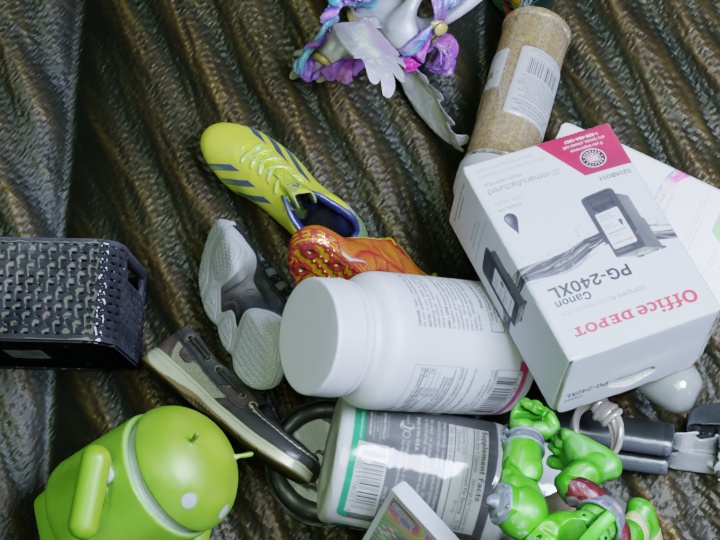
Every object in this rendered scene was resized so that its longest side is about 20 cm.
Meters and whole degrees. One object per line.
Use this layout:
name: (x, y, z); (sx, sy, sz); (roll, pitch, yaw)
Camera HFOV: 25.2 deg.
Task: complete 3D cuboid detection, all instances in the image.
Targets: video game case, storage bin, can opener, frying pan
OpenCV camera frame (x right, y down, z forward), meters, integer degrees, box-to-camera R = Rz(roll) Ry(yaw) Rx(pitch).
video game case: (0.047, 0.281, 1.329); (0.018, 0.201, 0.143); (-29, 66, -38)
storage bin: (-0.301, 0.032, 1.446); (0.198, 0.135, 0.095); (2, 76, 6)
can opener: (0.259, 0.148, 1.418); (0.198, 0.053, 0.067); (4, 44, 5)
frying pan: (-0.003, 0.148, 1.449); (0.190, 0.031, 0.115); (-40, 77, -2)

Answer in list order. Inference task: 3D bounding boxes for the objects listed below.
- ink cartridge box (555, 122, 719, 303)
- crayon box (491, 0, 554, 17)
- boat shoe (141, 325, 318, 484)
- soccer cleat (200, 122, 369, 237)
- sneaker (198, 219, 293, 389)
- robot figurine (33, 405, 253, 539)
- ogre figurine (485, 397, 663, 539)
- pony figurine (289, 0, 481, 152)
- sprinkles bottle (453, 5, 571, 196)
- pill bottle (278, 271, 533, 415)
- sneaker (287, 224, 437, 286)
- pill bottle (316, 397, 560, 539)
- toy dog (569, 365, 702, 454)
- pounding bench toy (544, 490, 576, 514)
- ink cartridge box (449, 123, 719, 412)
ink cartridge box: (0.248, -0.037, 1.448); (0.199, 0.067, 0.118); (27, 81, 10)
crayon box: (0.109, -0.339, 1.505); (0.051, 0.127, 0.201); (-34, 74, -10)
boat shoe: (-0.109, 0.114, 1.432); (0.200, 0.072, 0.066); (33, 75, 27)
soccer cleat: (-0.069, -0.076, 1.478); (0.200, 0.084, 0.065); (41, 82, 13)
sneaker: (-0.073, 0.034, 1.459); (0.113, 0.076, 0.201); (8, 37, -31)
robot figurine: (-0.190, 0.191, 1.389); (0.199, 0.175, 0.116); (-31, 60, 23)
ogre figurine: (0.169, 0.196, 1.221); (0.120, 0.098, 0.201); (-34, 97, -47)
pony figurine: (0.037, -0.220, 1.481); (0.200, 0.166, 0.193); (-48, 47, 3)
sprinkles bottle: (0.140, -0.144, 1.458); (0.068, 0.068, 0.201); (14, 60, 8)
pill bottle: (0.040, 0.060, 1.338); (0.199, 0.113, 0.114); (6, 73, -33)
sneaker: (0.000, 0.000, 1.410); (0.073, 0.200, 0.078); (-16, 61, 29)
pill bottle: (0.068, 0.178, 1.377); (0.198, 0.113, 0.114); (12, 77, -6)
toy dog: (0.209, 0.060, 1.398); (0.132, 0.096, 0.201); (-45, 68, 24)
pounding bench toy: (0.160, 0.293, 1.324); (0.123, 0.156, 0.201); (-8, 72, -31)
ink cartridge box: (0.182, -0.004, 1.315); (0.144, 0.084, 0.201); (-17, 60, -17)
